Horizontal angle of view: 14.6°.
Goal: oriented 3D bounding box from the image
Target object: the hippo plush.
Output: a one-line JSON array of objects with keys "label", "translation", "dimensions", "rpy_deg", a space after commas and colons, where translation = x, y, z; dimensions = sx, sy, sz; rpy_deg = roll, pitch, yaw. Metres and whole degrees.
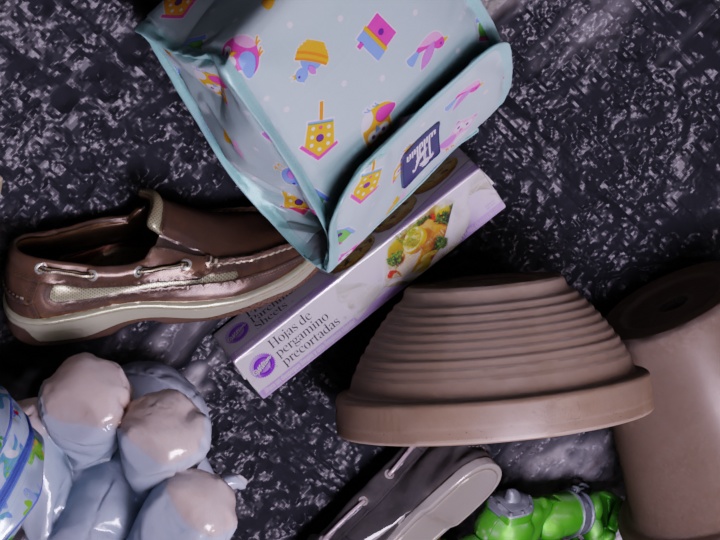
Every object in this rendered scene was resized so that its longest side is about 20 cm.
[{"label": "hippo plush", "translation": [-0.122, 0.133, 1.706], "dimensions": [0.159, 0.161, 0.200], "rpy_deg": [-10, 98, 26]}]

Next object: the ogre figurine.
[{"label": "ogre figurine", "translation": [0.093, 0.221, 1.909], "dimensions": [0.200, 0.098, 0.120], "rpy_deg": [-40, 138, 13]}]

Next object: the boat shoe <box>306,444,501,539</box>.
[{"label": "boat shoe", "translation": [0.005, 0.176, 1.876], "dimensions": [0.200, 0.057, 0.067], "rpy_deg": [-40, 146, 4]}]

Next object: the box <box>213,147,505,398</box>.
[{"label": "box", "translation": [0.000, 0.000, 1.780], "dimensions": [0.200, 0.041, 0.039], "rpy_deg": [-38, 124, -1]}]

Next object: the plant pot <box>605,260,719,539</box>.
[{"label": "plant pot", "translation": [0.244, 0.093, 1.871], "dimensions": [0.200, 0.200, 0.175], "rpy_deg": [-28, 107, -9]}]

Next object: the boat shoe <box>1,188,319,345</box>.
[{"label": "boat shoe", "translation": [-0.117, -0.012, 1.694], "dimensions": [0.202, 0.075, 0.075], "rpy_deg": [-16, 128, -17]}]

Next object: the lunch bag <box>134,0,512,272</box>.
[{"label": "lunch bag", "translation": [-0.008, -0.115, 1.653], "dimensions": [0.170, 0.122, 0.200], "rpy_deg": [-46, 128, -17]}]

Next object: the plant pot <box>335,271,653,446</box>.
[{"label": "plant pot", "translation": [0.081, 0.051, 1.769], "dimensions": [0.201, 0.201, 0.093], "rpy_deg": [-8, 95, -22]}]

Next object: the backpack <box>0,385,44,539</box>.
[{"label": "backpack", "translation": [-0.269, 0.138, 1.583], "dimensions": [0.154, 0.163, 0.200], "rpy_deg": [18, 110, -9]}]

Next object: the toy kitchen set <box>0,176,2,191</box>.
[{"label": "toy kitchen set", "translation": [-0.338, -0.004, 1.607], "dimensions": [0.200, 0.163, 0.180], "rpy_deg": [-46, 171, -27]}]
